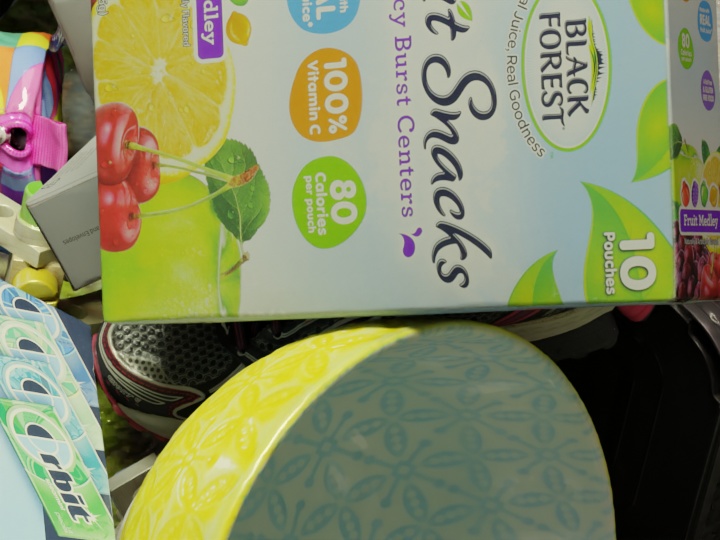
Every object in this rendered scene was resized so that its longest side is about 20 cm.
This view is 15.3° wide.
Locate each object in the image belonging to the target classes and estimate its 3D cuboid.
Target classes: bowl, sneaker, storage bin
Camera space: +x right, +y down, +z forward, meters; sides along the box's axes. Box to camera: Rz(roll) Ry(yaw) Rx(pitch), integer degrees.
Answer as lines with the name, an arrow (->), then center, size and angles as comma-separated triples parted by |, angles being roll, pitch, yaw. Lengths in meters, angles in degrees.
bowl -> -0.018, 0.105, 0.872 | 0.107, 0.201, 0.200 | 12, 34, 42
sneaker -> 0.000, 0.000, 0.916 | 0.199, 0.075, 0.081 | -18, 60, 9
storage bin -> 0.100, 0.011, 1.018 | 0.094, 0.136, 0.200 | -21, 48, -30

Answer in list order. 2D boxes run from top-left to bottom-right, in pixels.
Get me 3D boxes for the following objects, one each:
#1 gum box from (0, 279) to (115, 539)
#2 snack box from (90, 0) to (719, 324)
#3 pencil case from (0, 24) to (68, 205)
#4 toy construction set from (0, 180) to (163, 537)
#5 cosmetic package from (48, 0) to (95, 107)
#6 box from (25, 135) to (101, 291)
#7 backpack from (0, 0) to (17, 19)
gum box -> -0.165, 0.040, 0.788 | 0.200, 0.045, 0.170 | 28, 27, -29
snack box -> 0.011, -0.057, 0.835 | 0.199, 0.143, 0.053 | -2, 0, 28
pencil case -> -0.214, -0.067, 1.095 | 0.199, 0.089, 0.089 | 4, 40, 0
toy construction set -> -0.076, 0.029, 1.001 | 0.131, 0.092, 0.200 | 0, 44, -31
cosmetic package -> -0.090, -0.160, 1.129 | 0.071, 0.102, 0.201 | -13, 52, 6
box -> -0.005, -0.071, 0.960 | 0.199, 0.041, 0.156 | -21, 16, 24
backpack -> -0.233, -0.177, 1.173 | 0.199, 0.164, 0.154 | 13, 25, -4
